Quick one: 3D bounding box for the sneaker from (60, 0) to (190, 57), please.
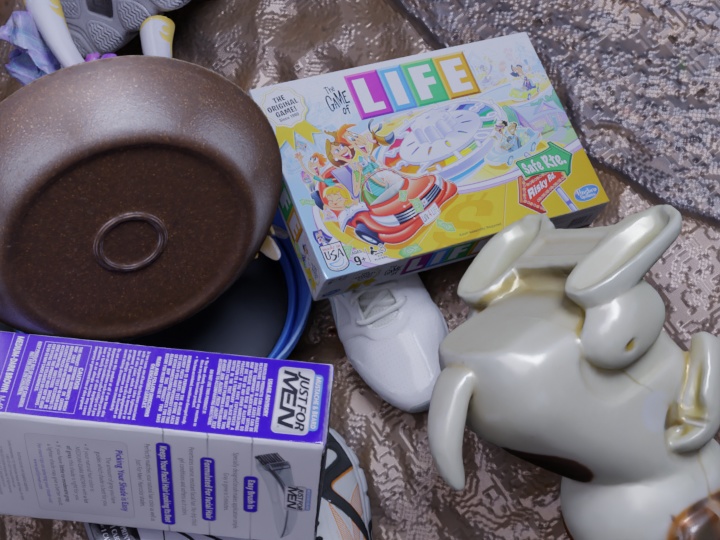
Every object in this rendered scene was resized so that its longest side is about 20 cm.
[{"bbox_3d":[-0.155,-0.223,0.935,0.200,0.076,0.114,-10,27,45],"label":"sneaker"}]

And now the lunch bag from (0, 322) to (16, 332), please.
[{"bbox_3d":[-0.350,0.034,0.862,0.200,0.164,0.118,-24,51,34],"label":"lunch bag"}]

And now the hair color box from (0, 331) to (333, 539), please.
[{"bbox_3d":[-0.119,0.100,0.745,0.200,0.109,0.065,7,48,0],"label":"hair color box"}]

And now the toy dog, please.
[{"bbox_3d":[0.143,0.087,0.718,0.139,0.200,0.194,-11,31,47],"label":"toy dog"}]

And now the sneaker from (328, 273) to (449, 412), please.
[{"bbox_3d":[0.000,0.000,0.832,0.070,0.080,0.200,-25,73,8],"label":"sneaker"}]

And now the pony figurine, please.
[{"bbox_3d":[-0.148,-0.086,0.787,0.167,0.193,0.200,-47,61,26],"label":"pony figurine"}]

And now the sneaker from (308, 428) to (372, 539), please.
[{"bbox_3d":[-0.027,0.170,0.801,0.074,0.080,0.200,-30,69,11],"label":"sneaker"}]

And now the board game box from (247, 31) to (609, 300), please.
[{"bbox_3d":[0.041,-0.070,0.804,0.200,0.034,0.135,-16,70,-21],"label":"board game box"}]

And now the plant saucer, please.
[{"bbox_3d":[-0.133,-0.025,0.713,0.200,0.200,0.037,-36,47,7],"label":"plant saucer"}]

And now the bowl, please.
[{"bbox_3d":[-0.131,0.010,0.845,0.200,0.039,0.201,3,57,-5],"label":"bowl"}]

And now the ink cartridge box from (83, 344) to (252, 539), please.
[{"bbox_3d":[-0.129,0.156,0.814,0.094,0.044,0.200,-17,68,-18],"label":"ink cartridge box"}]
